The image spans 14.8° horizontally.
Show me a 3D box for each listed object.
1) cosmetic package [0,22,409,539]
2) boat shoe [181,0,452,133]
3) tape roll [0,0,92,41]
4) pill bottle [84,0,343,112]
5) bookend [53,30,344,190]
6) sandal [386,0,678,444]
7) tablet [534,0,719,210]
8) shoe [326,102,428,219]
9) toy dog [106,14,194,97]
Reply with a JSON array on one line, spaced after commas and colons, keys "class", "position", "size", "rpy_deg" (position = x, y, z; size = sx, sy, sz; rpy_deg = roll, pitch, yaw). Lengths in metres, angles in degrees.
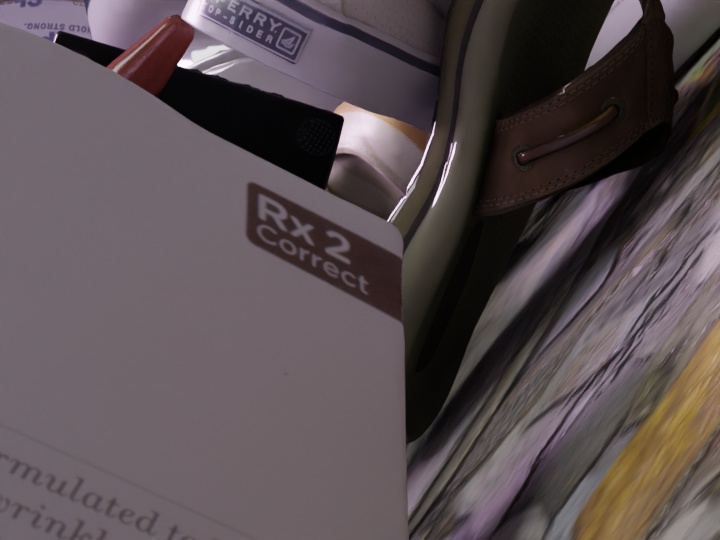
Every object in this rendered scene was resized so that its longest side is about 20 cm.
[{"class": "cosmetic package", "position": [-0.109, 0.070, 0.576], "size": [0.200, 0.164, 0.165], "rpy_deg": [-51, 25, 33]}, {"class": "boat shoe", "position": [0.013, -0.081, 0.773], "size": [0.070, 0.071, 0.200], "rpy_deg": [-64, -19, 6]}, {"class": "tape roll", "position": [-0.112, -0.042, 1.057], "size": [0.200, 0.199, 0.066], "rpy_deg": [-58, -14, -53]}, {"class": "pill bottle", "position": [-0.043, -0.125, 0.983], "size": [0.120, 0.119, 0.201], "rpy_deg": [134, 129, -58]}, {"class": "bookend", "position": [-0.084, 0.040, 0.909], "size": [0.200, 0.092, 0.200], "rpy_deg": [166, 120, -84]}, {"class": "sandal", "position": [0.053, -0.036, 0.741], "size": [0.080, 0.057, 0.202], "rpy_deg": [-23, -42, -58]}, {"class": "tablet", "position": [0.056, -0.112, 0.829], "size": [0.014, 0.130, 0.200], "rpy_deg": [-30, -10, -36]}, {"class": "shoe", "position": [0.000, 0.000, 0.934], "size": [0.053, 0.070, 0.200], "rpy_deg": [-54, -4, -21]}, {"class": "toy dog", "position": [-0.054, 0.011, 0.731], "size": [0.096, 0.200, 0.132], "rpy_deg": [-35, -4, 9]}]
